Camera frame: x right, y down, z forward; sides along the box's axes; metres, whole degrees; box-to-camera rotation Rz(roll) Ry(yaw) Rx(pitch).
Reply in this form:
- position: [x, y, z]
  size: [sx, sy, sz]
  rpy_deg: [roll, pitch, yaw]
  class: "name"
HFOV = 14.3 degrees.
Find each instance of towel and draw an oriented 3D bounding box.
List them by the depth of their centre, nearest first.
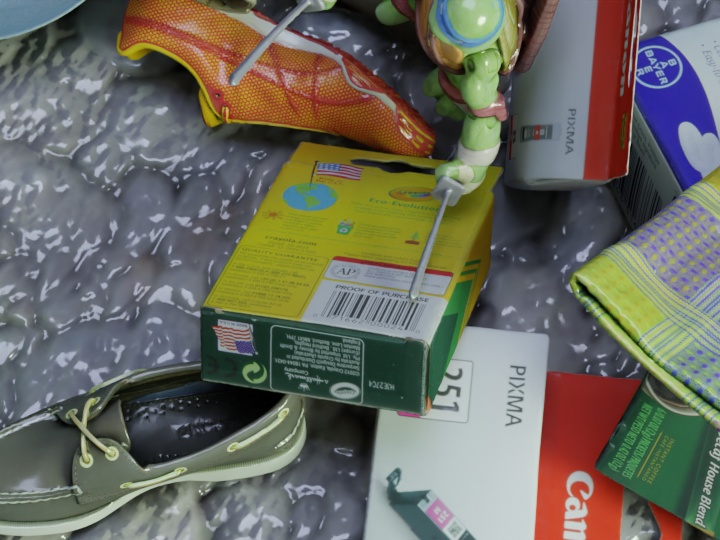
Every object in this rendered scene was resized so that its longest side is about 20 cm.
- position: [0.214, 0.006, 1.489]
  size: [0.144, 0.023, 0.200]
  rpy_deg: [42, 48, 18]
  class: "towel"

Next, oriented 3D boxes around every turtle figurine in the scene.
- position: [0.019, -0.112, 1.574]
  size: [0.144, 0.194, 0.200]
  rpy_deg: [27, 97, 1]
  class: "turtle figurine"

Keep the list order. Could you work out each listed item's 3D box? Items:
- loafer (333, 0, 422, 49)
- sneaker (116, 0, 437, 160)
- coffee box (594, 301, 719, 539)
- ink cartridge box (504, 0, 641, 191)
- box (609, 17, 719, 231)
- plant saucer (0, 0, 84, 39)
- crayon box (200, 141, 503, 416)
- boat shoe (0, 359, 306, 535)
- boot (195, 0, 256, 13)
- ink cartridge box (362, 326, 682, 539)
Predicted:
- position: [0.045, -0.167, 1.707]
  size: [0.199, 0.075, 0.070]
  rpy_deg: [9, 54, 2]
  class: "loafer"
- position: [-0.049, -0.108, 1.681]
  size: [0.200, 0.073, 0.077]
  rpy_deg: [27, 93, 9]
  class: "sneaker"
- position: [0.239, 0.101, 1.512]
  size: [0.200, 0.123, 0.044]
  rpy_deg: [30, 30, 6]
  class: "coffee box"
- position: [0.118, -0.127, 1.583]
  size: [0.050, 0.200, 0.163]
  rpy_deg: [5, 89, -2]
  class: "ink cartridge box"
- position: [0.260, -0.056, 1.632]
  size: [0.199, 0.105, 0.184]
  rpy_deg: [-17, 61, -13]
  class: "box"
- position: [-0.215, -0.219, 1.730]
  size: [0.200, 0.039, 0.202]
  rpy_deg: [-5, 67, 12]
  class: "plant saucer"
- position: [0.000, 0.000, 1.577]
  size: [0.127, 0.051, 0.200]
  rpy_deg: [9, 32, 12]
  class: "crayon box"
- position: [-0.127, 0.089, 1.549]
  size: [0.201, 0.060, 0.072]
  rpy_deg: [-13, 60, -11]
  class: "boat shoe"
- position: [-0.039, -0.220, 1.631]
  size: [0.199, 0.072, 0.155]
  rpy_deg: [10, 74, 11]
  class: "boot"
- position: [0.090, 0.128, 1.547]
  size: [0.173, 0.044, 0.200]
  rpy_deg: [5, 58, 2]
  class: "ink cartridge box"
